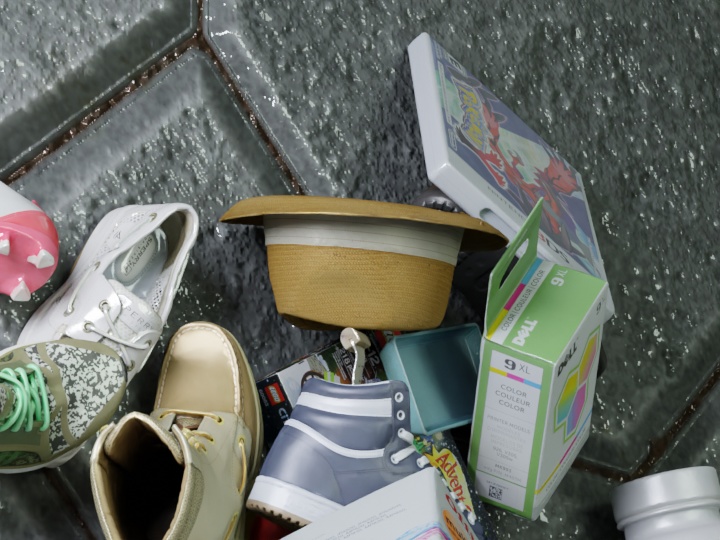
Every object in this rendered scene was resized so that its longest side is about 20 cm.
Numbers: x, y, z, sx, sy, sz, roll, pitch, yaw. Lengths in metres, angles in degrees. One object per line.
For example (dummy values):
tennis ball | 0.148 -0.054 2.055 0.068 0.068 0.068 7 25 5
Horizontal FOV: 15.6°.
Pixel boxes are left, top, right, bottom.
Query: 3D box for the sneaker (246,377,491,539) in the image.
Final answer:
sneaker | 0.036 0.136 1.648 0.199 0.070 0.109 24 76 -15

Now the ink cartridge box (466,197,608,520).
ink cartridge box | 0.125 0.063 1.821 0.104 0.059 0.201 -52 153 -47

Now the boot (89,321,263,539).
boot | -0.113 0.105 1.599 0.156 0.072 0.202 63 29 -64

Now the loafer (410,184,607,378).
loafer | 0.115 0.003 1.926 0.200 0.073 0.072 50 33 -19

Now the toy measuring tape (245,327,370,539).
toy measuring tape | -0.038 0.136 1.696 0.073 0.073 0.202 16 77 -40

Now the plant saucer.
plant saucer | 0.058 0.076 1.822 0.070 0.019 0.200 71 17 5

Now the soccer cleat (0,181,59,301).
soccer cleat | -0.269 -0.045 1.574 0.199 0.067 0.077 25 25 -30

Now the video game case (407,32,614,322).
video game case | 0.110 -0.070 1.928 0.182 0.023 0.201 40 21 -25

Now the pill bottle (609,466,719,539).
pill bottle | 0.243 0.251 1.917 0.111 0.111 0.202 1 72 -45

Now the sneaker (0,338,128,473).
sneaker | -0.213 0.083 1.521 0.199 0.088 0.078 -16 88 -34

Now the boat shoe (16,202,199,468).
boat shoe | -0.157 0.031 1.635 0.071 0.069 0.201 42 51 -27

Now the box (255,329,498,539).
box | 0.014 0.144 1.785 0.136 0.038 0.201 -26 91 -48

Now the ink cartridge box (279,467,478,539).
ink cartridge box | 0.017 0.240 1.524 0.146 0.144 0.200 60 10 -20

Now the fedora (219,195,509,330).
fedora | 0.000 0.000 1.745 0.200 0.200 0.083 9 83 -43
